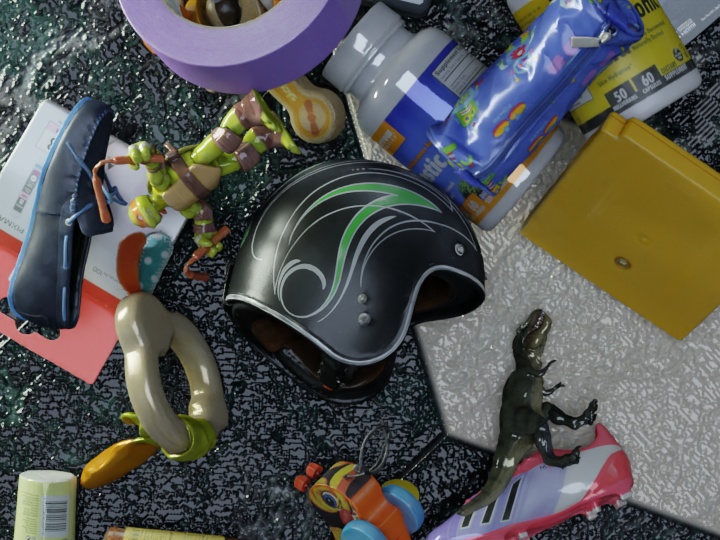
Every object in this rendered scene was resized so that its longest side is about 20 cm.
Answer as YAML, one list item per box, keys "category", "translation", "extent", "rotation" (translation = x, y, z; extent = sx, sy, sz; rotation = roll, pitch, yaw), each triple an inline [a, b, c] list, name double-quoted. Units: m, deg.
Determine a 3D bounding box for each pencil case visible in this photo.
- category: "pencil case"
  translation: [0.141, -0.150, 1.595]
  extent: [0.078, 0.087, 0.200]
  rotation: [37, 110, -18]

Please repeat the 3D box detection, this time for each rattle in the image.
- category: "rattle"
  translation: [-0.206, 0.074, 1.730]
  extent: [0.143, 0.130, 0.201]
  rotation: [-13, 110, 41]

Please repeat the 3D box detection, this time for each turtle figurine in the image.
- category: "turtle figurine"
  translation: [-0.132, -0.077, 1.664]
  extent: [0.161, 0.200, 0.064]
  rotation: [-34, 52, 4]

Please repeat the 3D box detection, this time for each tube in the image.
- category: "tube"
  translation: [-0.282, 0.278, 1.758]
  extent: [0.058, 0.052, 0.201]
  rotation: [7, 95, 41]

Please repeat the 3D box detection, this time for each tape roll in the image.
- category: "tape roll"
  translation: [-0.099, -0.250, 1.641]
  extent: [0.199, 0.066, 0.201]
  rotation: [-4, 73, 14]

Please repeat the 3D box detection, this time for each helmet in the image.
- category: "helmet"
  translation: [0.000, 0.000, 1.683]
  extent: [0.200, 0.200, 0.191]
  rotation: [37, 72, 0]

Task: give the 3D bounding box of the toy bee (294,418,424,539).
- category: "toy bee"
  translation: [0.001, 0.205, 1.728]
  extent: [0.108, 0.131, 0.201]
  rotation: [14, 111, 38]

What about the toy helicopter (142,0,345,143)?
- category: "toy helicopter"
  translation: [-0.082, -0.193, 1.700]
  extent: [0.200, 0.079, 0.132]
  rotation: [46, 113, 10]

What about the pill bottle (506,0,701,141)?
- category: "pill bottle"
  translation: [0.191, -0.215, 1.672]
  extent: [0.111, 0.111, 0.200]
  rotation: [-31, 90, 0]

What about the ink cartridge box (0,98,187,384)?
- category: "ink cartridge box"
  translation: [-0.255, -0.024, 1.752]
  extent: [0.162, 0.057, 0.200]
  rotation: [30, 86, 0]

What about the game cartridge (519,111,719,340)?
- category: "game cartridge"
  translation: [0.245, -0.036, 1.682]
  extent: [0.176, 0.200, 0.032]
  rotation: [34, 58, -1]

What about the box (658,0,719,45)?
- category: "box"
  translation: [0.248, -0.269, 1.748]
  extent: [0.200, 0.044, 0.160]
  rotation: [-39, 91, 1]

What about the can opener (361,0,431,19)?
- category: "can opener"
  translation: [-0.031, -0.271, 1.745]
  extent: [0.199, 0.053, 0.067]
  rotation: [19, 90, 0]

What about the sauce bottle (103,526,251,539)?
- category: "sauce bottle"
  translation: [-0.127, 0.264, 1.744]
  extent: [0.199, 0.066, 0.066]
  rotation: [6, 91, 2]

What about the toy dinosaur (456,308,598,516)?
- category: "toy dinosaur"
  translation: [0.153, 0.134, 1.725]
  extent: [0.088, 0.048, 0.201]
  rotation: [12, 63, 15]

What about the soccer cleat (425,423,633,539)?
- category: "soccer cleat"
  translation: [0.142, 0.198, 1.739]
  extent: [0.199, 0.067, 0.077]
  rotation: [-19, 70, -10]

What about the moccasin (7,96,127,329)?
- category: "moccasin"
  translation: [-0.237, -0.046, 1.698]
  extent: [0.068, 0.080, 0.201]
  rotation: [22, 108, 15]

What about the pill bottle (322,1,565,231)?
- category: "pill bottle"
  translation: [0.068, -0.136, 1.716]
  extent: [0.200, 0.112, 0.112]
  rotation: [39, 91, 0]
